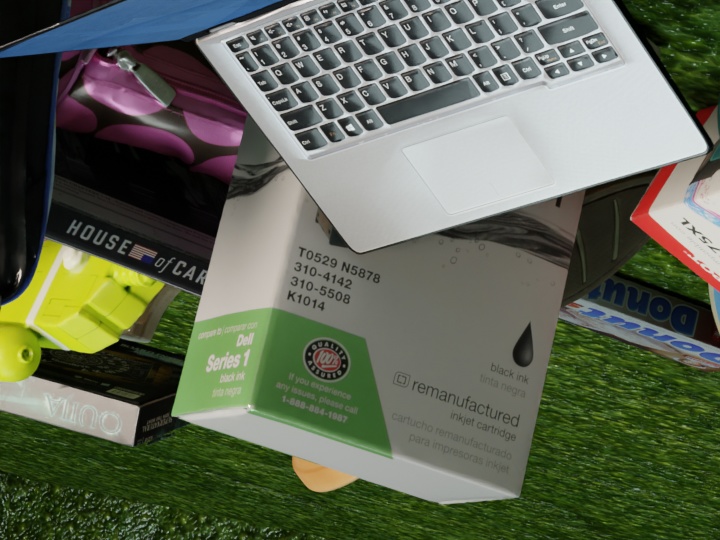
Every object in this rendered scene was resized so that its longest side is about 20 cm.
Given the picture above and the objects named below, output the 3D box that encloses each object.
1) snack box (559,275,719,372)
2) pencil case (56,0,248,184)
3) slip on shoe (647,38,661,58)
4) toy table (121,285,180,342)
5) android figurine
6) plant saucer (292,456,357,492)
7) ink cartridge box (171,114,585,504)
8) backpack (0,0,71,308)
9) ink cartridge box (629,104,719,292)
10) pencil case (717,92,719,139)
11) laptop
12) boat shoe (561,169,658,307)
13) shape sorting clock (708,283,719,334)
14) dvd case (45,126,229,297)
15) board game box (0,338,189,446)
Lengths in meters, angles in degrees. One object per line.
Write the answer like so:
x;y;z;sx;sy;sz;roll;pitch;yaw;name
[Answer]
0.146;0.020;1.707;0.200;0.024;0.072;19;167;-20;snack box
-0.058;-0.076;1.341;0.200;0.091;0.094;17;169;-23;pencil case
0.034;-0.097;1.170;0.200;0.061;0.074;21;170;-23;slip on shoe
-0.083;-0.011;1.627;0.184;0.117;0.200;22;168;-32;toy table
-0.159;-0.020;1.507;0.041;0.182;0.200;37;160;-35;android figurine
0.029;0.037;1.556;0.037;0.200;0.200;44;162;-11;plant saucer
0.015;-0.010;1.273;0.146;0.201;0.084;19;165;-25;ink cartridge box
-0.223;-0.090;1.182;0.183;0.201;0.147;11;177;-29;backpack
0.201;-0.020;1.233;0.116;0.067;0.200;38;164;-11;ink cartridge box
0.189;-0.072;1.017;0.092;0.085;0.200;31;170;4;pencil case
-0.003;-0.065;1.083;0.187;0.116;0.200;-15;122;38;laptop
0.057;-0.009;1.386;0.068;0.200;0.072;49;161;40;boat shoe
0.253;0.044;1.383;0.200;0.039;0.200;28;141;26;shape sorting clock
-0.125;-0.060;1.379;0.150;0.025;0.200;21;-155;-30;dvd case
-0.187;0.053;1.593;0.199;0.028;0.135;15;-169;19;board game box
